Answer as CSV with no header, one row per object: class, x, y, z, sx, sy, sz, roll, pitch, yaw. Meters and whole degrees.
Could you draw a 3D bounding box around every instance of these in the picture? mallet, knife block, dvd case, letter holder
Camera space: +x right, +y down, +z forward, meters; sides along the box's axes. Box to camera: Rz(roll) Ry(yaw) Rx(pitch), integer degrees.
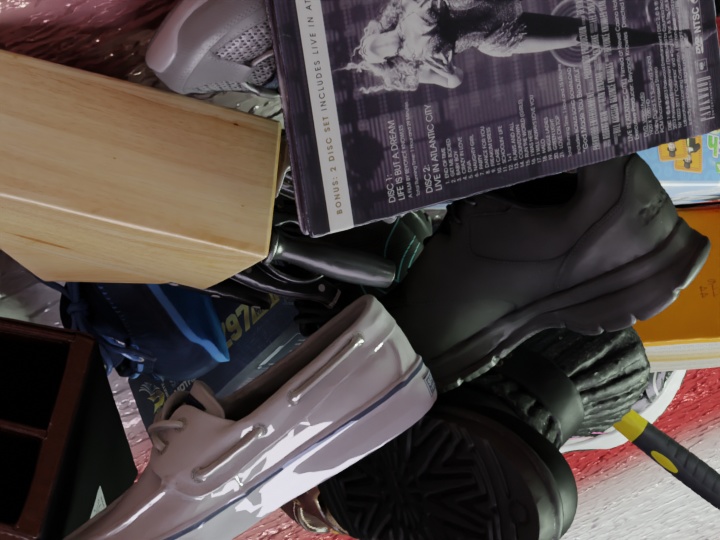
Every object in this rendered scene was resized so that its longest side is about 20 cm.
mallet,0.136,0.085,1.575,0.066,0.200,0.041,-38,-167,44
knife block,-0.072,-0.037,1.274,0.175,0.064,0.200,0,163,18
dvd case,0.058,-0.108,1.260,0.199,0.149,0.016,-15,-158,-17
letter holder,-0.196,0.096,1.431,0.141,0.101,0.200,12,159,6

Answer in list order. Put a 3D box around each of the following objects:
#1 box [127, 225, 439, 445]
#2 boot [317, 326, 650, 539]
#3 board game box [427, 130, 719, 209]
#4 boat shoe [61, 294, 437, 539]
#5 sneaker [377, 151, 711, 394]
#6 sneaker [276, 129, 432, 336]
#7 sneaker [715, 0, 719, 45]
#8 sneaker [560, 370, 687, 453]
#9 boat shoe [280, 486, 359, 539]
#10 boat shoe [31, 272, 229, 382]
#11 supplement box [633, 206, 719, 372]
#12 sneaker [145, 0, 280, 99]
box,-0.003,0.035,1.608,0.199,0.051,0.158,-2,149,-41
boot,0.083,0.074,1.419,0.157,0.080,0.211,-22,-166,-24
board game box,0.140,-0.052,1.476,0.199,0.037,0.151,0,177,-37
boat shoe,-0.064,0.080,1.343,0.200,0.066,0.074,-32,-166,-7
sneaker,0.060,-0.006,1.367,0.199,0.091,0.076,-23,-161,27
sneaker,0.000,0.000,1.440,0.079,0.075,0.200,-57,141,-7
sneaker,0.227,-0.121,1.468,0.199,0.074,0.087,-16,168,2
sneaker,0.105,0.074,1.767,0.200,0.081,0.086,-39,142,23
boat shoe,-0.009,0.116,1.623,0.072,0.072,0.200,-16,160,-14
boat shoe,-0.113,0.023,1.442,0.068,0.084,0.200,-19,156,3
supplement box,0.201,0.009,1.611,0.125,0.074,0.200,-5,173,6
sneaker,0.004,-0.094,1.280,0.199,0.082,0.075,-8,154,-30
